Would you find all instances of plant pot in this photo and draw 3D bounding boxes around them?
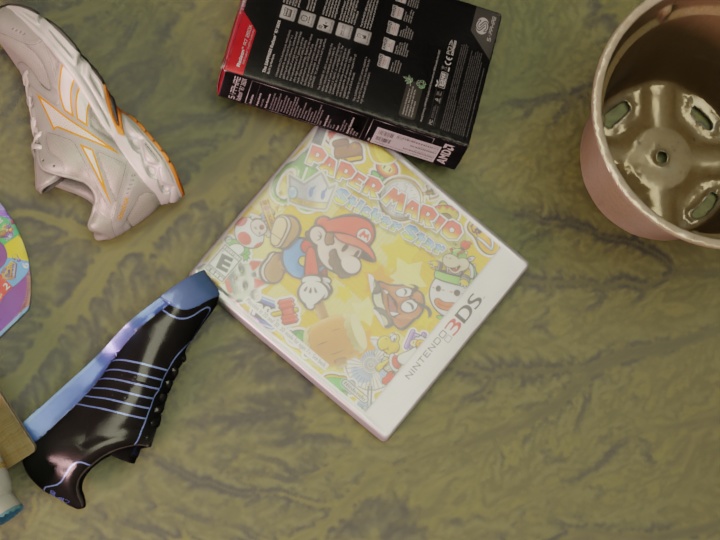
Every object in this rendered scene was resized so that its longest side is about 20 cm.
[{"bbox_3d":[0.252,-0.102,1.544,0.200,0.183,0.201,1,82,-8],"label":"plant pot"}]

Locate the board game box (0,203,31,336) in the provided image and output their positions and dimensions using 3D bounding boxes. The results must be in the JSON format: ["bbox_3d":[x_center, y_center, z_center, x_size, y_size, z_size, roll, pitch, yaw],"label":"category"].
[{"bbox_3d":[-0.346,0.012,1.519,0.200,0.039,0.158,-44,90,-11],"label":"board game box"}]

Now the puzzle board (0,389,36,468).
[{"bbox_3d":[-0.360,0.119,1.492,0.200,0.017,0.151,-32,93,5],"label":"puzzle board"}]

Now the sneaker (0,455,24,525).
[{"bbox_3d":[-0.346,0.178,1.456,0.200,0.077,0.081,-24,85,-2],"label":"sneaker"}]

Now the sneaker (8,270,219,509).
[{"bbox_3d":[-0.169,0.090,1.520,0.200,0.070,0.078,-44,88,-3],"label":"sneaker"}]

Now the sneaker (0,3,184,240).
[{"bbox_3d":[-0.226,-0.111,1.539,0.092,0.076,0.200,-40,88,-7],"label":"sneaker"}]

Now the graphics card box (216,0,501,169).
[{"bbox_3d":[0.000,-0.168,1.576,0.200,0.051,0.126,16,66,-4],"label":"graphics card box"}]

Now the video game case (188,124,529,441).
[{"bbox_3d":[0.000,0.000,1.577,0.200,0.023,0.182,40,79,-1],"label":"video game case"}]
